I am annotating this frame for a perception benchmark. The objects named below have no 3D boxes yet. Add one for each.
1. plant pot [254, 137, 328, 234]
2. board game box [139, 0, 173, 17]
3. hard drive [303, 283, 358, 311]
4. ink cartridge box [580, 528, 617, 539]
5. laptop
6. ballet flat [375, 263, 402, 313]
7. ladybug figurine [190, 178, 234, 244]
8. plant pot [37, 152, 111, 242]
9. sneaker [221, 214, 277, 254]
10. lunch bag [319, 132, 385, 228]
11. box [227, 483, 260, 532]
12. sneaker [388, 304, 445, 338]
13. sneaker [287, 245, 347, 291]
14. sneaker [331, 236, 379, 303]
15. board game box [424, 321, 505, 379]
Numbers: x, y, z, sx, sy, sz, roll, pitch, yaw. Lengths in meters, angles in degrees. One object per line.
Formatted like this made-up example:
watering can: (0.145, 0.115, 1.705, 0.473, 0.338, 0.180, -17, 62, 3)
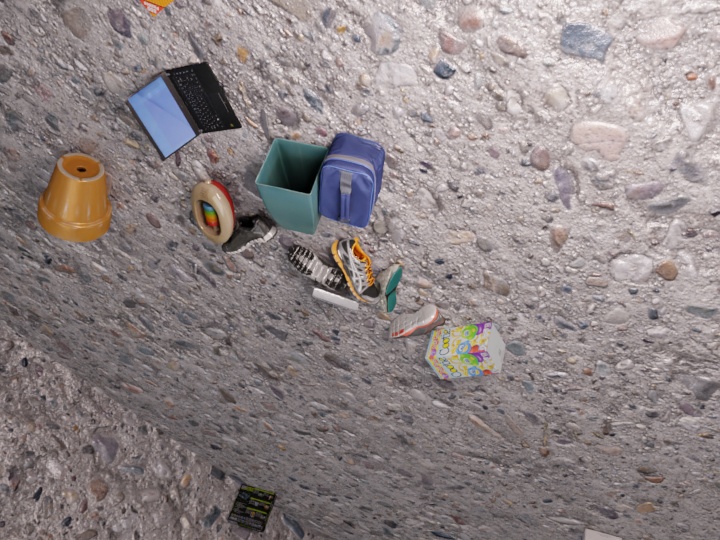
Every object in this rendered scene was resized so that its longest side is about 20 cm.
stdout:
plant pot: (-0.153, -0.188, 1.626, 0.138, 0.144, 0.202, 13, 149, 11)
board game box: (-0.326, -0.613, 1.150, 0.197, 0.203, 0.201, -16, 128, 37)
hard drive: (-0.085, 0.073, 1.882, 0.129, 0.027, 0.200, 19, 179, -12)
ink cartridge box: (0.931, 1.151, 2.618, 0.141, 0.203, 0.149, 10, 142, 14)
laptop: (-0.410, -0.367, 1.564, 0.195, 0.105, 0.179, -1, 137, 27)
ballet flat: (0.069, 0.044, 1.849, 0.070, 0.073, 0.202, 16, 141, 8)
ladybug figurine: (-0.391, -0.165, 1.806, 0.133, 0.072, 0.203, 25, 138, 19)
plant pot: (-0.792, -0.217, 1.876, 0.196, 0.202, 0.185, 24, 127, -4)
sneaker: (-0.326, -0.107, 1.865, 0.197, 0.067, 0.091, -17, 126, 34)
lunch bag: (-0.025, -0.195, 1.555, 0.132, 0.134, 0.202, 15, 141, 8)
box: (-0.554, 1.215, 3.432, 0.195, 0.196, 0.048, 10, 140, 14)
sneaker: (0.163, 0.167, 1.941, 0.081, 0.078, 0.198, 36, 141, -28)
sneaker: (-0.118, 0.001, 1.872, 0.197, 0.067, 0.091, 31, 174, 11)
sneaker: (0.000, 0.000, 1.800, 0.076, 0.079, 0.202, -23, 109, 30)
board game box: (0.300, 0.231, 1.920, 0.196, 0.106, 0.103, -13, 130, 36)
